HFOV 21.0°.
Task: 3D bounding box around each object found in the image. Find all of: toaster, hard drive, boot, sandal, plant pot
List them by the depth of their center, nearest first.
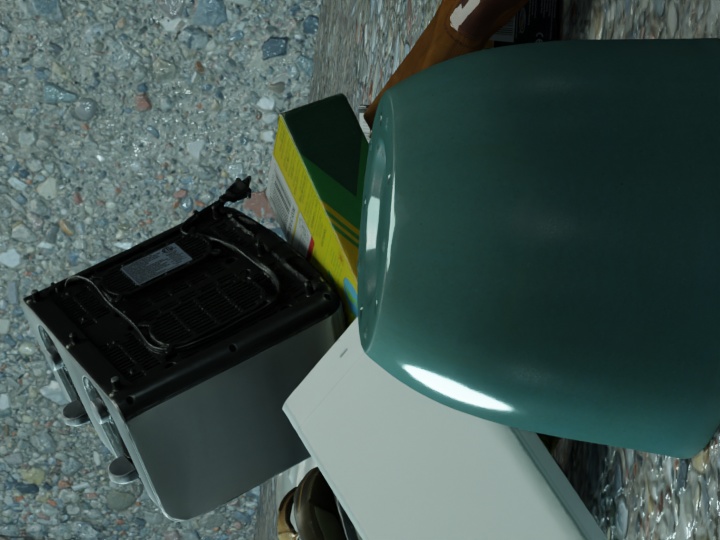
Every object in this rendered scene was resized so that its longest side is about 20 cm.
[{"bbox_3d":[0.083,-0.017,0.924,0.201,0.159,0.203,-175,90,-83],"label":"plant pot"},{"bbox_3d":[0.045,0.117,1.104,0.132,0.026,0.201,-49,62,33],"label":"hard drive"},{"bbox_3d":[0.061,-0.149,1.206,0.201,0.068,0.188,-52,17,12],"label":"boot"},{"bbox_3d":[-0.027,0.163,1.274,0.200,0.054,0.082,-68,-43,-83],"label":"sandal"},{"bbox_3d":[-0.107,0.053,1.319,0.181,0.199,0.120,37,148,50],"label":"toaster"}]

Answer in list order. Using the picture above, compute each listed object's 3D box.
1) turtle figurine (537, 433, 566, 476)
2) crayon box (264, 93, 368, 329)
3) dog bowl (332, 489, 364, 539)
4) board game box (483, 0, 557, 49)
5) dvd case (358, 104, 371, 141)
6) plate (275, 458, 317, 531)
[{"bbox_3d":[0.100,0.079,1.132,0.201,0.064,0.162,-103,16,-46],"label":"turtle figurine"},{"bbox_3d":[0.000,0.000,1.300,0.127,0.050,0.201,109,140,-66],"label":"crayon box"},{"bbox_3d":[0.044,0.179,1.237,0.200,0.073,0.202,-21,-90,-85],"label":"dog bowl"},{"bbox_3d":[0.103,-0.241,1.377,0.165,0.056,0.202,165,109,-86],"label":"board game box"},{"bbox_3d":[0.046,-0.038,1.317,0.200,0.022,0.148,-169,78,-64],"label":"dvd case"},{"bbox_3d":[-0.037,0.127,1.469,0.200,0.032,0.202,-106,23,-73],"label":"plate"}]
